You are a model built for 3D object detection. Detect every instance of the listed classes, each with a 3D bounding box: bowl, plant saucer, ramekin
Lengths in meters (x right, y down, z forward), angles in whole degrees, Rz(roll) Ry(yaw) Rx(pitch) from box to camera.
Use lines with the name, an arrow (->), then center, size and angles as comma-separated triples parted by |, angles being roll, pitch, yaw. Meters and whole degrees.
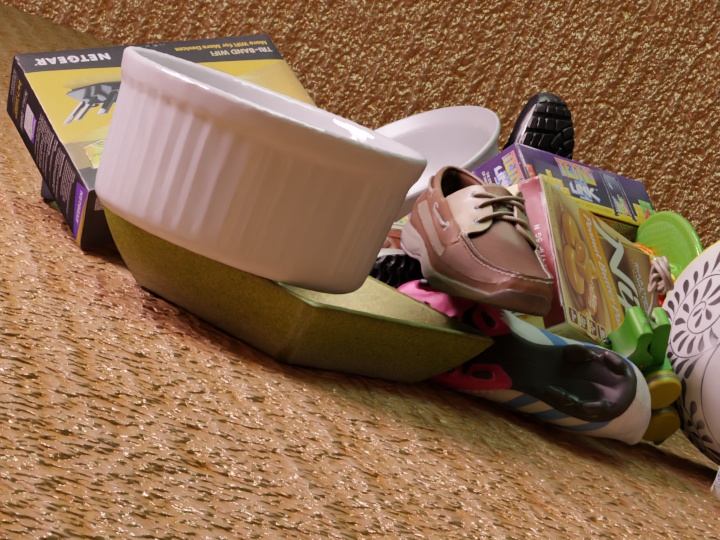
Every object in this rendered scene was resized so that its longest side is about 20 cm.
bowl -> 0.046, -0.062, 2.094 | 0.201, 0.091, 0.201 | -19, 21, 8
plant saucer -> -0.047, 0.019, 1.507 | 0.200, 0.048, 0.200 | 26, 8, 38
bowl -> 0.295, 0.075, 1.587 | 0.200, 0.201, 0.094 | 22, 22, 4
ramekin -> -0.068, -0.060, 1.450 | 0.200, 0.098, 0.200 | 21, 6, -2

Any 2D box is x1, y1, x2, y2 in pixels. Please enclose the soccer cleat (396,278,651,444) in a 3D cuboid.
soccer cleat -> 0.105, 0.069, 1.571 | 0.200, 0.070, 0.086 | 23, -16, 30

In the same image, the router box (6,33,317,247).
router box -> -0.128, -0.094, 1.631 | 0.200, 0.052, 0.157 | -8, 44, -27

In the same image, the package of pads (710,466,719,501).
package of pads -> 0.347, 0.163, 1.486 | 0.200, 0.068, 0.154 | 16, 8, -33

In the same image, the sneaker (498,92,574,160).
sneaker -> 0.129, -0.073, 2.145 | 0.076, 0.200, 0.087 | 2, 17, -43

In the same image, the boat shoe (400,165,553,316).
boat shoe -> 0.079, -0.024, 1.559 | 0.076, 0.072, 0.200 | 12, 13, -23

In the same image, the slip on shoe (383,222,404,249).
slip on shoe -> 0.000, 0.000, 1.764 | 0.200, 0.074, 0.061 | 14, 33, -52

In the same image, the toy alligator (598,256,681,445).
toy alligator -> 0.183, 0.062, 1.587 | 0.054, 0.200, 0.059 | -17, 52, -6

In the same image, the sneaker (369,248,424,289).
sneaker -> 0.039, 0.026, 1.697 | 0.093, 0.071, 0.200 | 9, -3, 43

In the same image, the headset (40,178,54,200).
headset -> -0.142, -0.041, 1.699 | 0.200, 0.094, 0.123 | 7, 5, 32

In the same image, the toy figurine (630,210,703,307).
toy figurine -> 0.176, 0.036, 1.894 | 0.184, 0.150, 0.200 | 4, 38, -22

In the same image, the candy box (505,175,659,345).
candy box -> 0.160, 0.019, 1.697 | 0.055, 0.116, 0.200 | -19, -25, 25

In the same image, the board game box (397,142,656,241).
board game box -> 0.135, -0.030, 1.992 | 0.200, 0.165, 0.057 | 14, 49, -51
